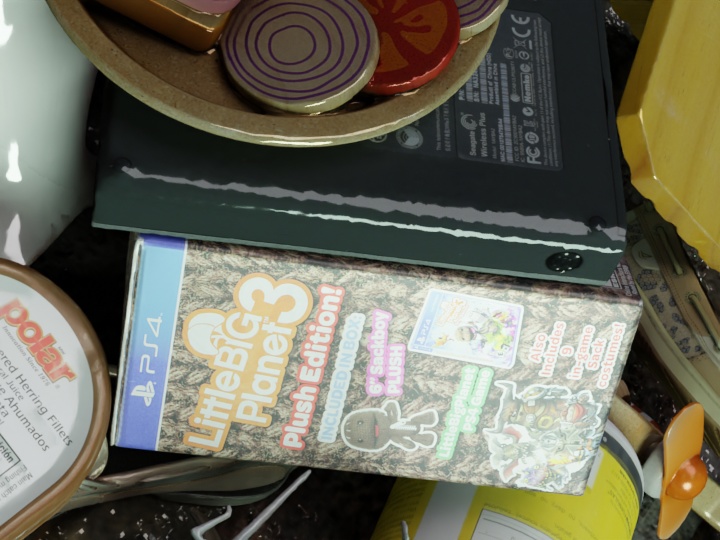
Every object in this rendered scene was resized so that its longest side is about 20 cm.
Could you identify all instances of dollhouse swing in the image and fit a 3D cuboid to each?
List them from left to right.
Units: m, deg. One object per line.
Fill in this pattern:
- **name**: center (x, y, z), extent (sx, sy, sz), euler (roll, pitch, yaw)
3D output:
- **dollhouse swing**: center (0.170, -0.092, 0.943), extent (0.200, 0.181, 0.177), euler (40, 73, -34)

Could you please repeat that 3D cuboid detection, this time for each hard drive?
- **hard drive**: center (0.000, -0.070, 0.655), extent (0.198, 0.033, 0.141), euler (7, 57, -10)

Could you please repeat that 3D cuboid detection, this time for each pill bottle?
- **pill bottle**: center (0.049, 0.154, 0.741), extent (0.112, 0.112, 0.201), euler (37, 51, -13)

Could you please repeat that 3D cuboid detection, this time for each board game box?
- **board game box**: center (0.000, 0.000, 0.719), extent (0.198, 0.098, 0.160), euler (7, 31, -9)

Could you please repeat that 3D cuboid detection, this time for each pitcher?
- **pitcher**: center (-0.146, -0.116, 0.719), extent (0.171, 0.120, 0.202), euler (-37, 129, -56)

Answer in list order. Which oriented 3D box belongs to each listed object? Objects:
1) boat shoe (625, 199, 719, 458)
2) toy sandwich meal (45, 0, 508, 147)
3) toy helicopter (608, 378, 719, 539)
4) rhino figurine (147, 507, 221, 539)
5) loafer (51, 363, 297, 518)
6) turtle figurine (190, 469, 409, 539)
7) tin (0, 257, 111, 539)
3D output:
- **boat shoe**: center (0.180, 0.037, 0.872), extent (0.201, 0.062, 0.073), euler (56, 2, 37)
- **toy sandwich meal**: center (-0.036, -0.138, 0.621), extent (0.203, 0.070, 0.207), euler (7, 59, -11)
- **toy helicopter**: center (0.146, 0.088, 0.848), extent (0.200, 0.132, 0.079), euler (39, 88, -34)
- **rhino figurine**: center (-0.082, 0.183, 0.669), extent (0.087, 0.060, 0.201), euler (25, 52, -22)
- **loafer**: center (-0.106, 0.065, 0.712), extent (0.198, 0.063, 0.073), euler (3, 65, -34)
- **turtle figurine**: center (-0.014, 0.171, 0.608), extent (0.101, 0.149, 0.201), euler (52, 51, -34)
- **tin**: center (-0.182, 0.075, 0.631), extent (0.200, 0.042, 0.112), euler (-39, 95, -23)
